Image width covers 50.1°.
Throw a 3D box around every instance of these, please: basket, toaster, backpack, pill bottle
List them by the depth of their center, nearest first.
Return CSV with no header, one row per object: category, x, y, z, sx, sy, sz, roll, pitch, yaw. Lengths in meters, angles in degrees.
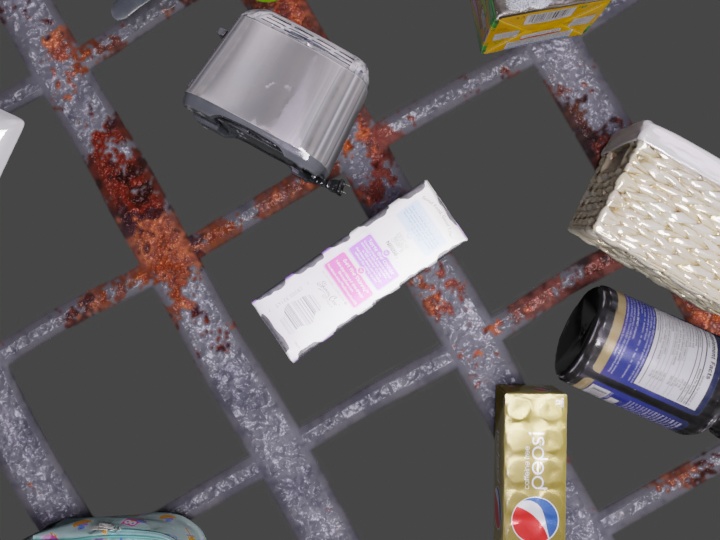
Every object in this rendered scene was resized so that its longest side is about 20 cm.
basket,0.330,-0.049,0.798,0.200,0.136,0.123,31,94,1
backpack,-0.254,0.345,0.799,0.200,0.153,0.176,-5,85,-6
pill bottle,0.317,0.103,0.807,0.200,0.112,0.112,24,90,0
toaster,-0.076,-0.180,0.813,0.200,0.114,0.129,28,88,2

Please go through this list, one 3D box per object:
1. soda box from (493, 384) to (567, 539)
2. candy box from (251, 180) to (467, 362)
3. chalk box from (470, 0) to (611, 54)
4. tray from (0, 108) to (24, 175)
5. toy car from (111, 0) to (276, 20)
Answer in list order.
soda box,0.182,0.226,0.833,0.068,0.064,0.200,1,90,1
candy box,0.000,0.000,0.784,0.200,0.168,0.072,-35,90,1
chalk box,0.173,-0.350,0.805,0.124,0.124,0.200,-10,89,2
tray,-0.491,-0.163,0.864,0.200,0.022,0.107,25,91,1
toy car,-0.193,-0.352,0.806,0.200,0.158,0.164,-21,77,13
